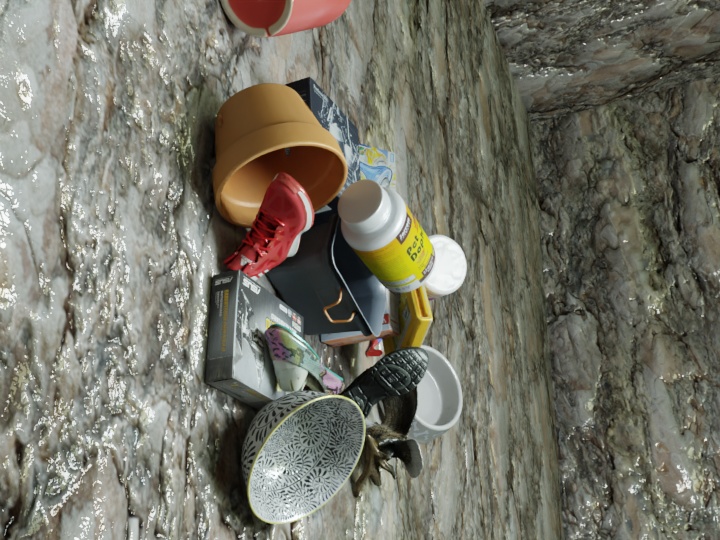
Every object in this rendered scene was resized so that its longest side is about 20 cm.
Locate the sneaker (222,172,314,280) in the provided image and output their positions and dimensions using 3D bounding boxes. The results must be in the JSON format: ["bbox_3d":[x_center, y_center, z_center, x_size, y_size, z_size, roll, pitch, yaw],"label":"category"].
[{"bbox_3d":[-0.133,-0.045,1.238,0.116,0.078,0.201,-46,164,-28],"label":"sneaker"}]

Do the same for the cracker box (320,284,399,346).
[{"bbox_3d":[-0.006,0.024,1.550,0.058,0.132,0.203,34,49,-62],"label":"cracker box"}]

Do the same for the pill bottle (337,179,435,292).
[{"bbox_3d":[0.039,-0.056,1.376,0.200,0.108,0.111,49,36,-51],"label":"pill bottle"}]

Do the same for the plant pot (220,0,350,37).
[{"bbox_3d":[-0.130,-0.477,1.435,0.178,0.198,0.203,-48,124,-51],"label":"plant pot"}]

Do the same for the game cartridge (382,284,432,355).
[{"bbox_3d":[0.072,0.077,1.560,0.201,0.032,0.178,110,-24,-47],"label":"game cartridge"}]

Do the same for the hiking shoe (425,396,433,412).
[{"bbox_3d":[0.107,0.237,1.839,0.087,0.074,0.202,40,37,-29],"label":"hiking shoe"}]

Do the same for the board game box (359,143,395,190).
[{"bbox_3d":[0.002,-0.151,1.687,0.133,0.034,0.203,11,61,-21],"label":"board game box"}]

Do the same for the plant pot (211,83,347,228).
[{"bbox_3d":[-0.133,-0.176,1.286,0.200,0.198,0.142,36,29,-59],"label":"plant pot"}]

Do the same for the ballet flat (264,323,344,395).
[{"bbox_3d":[-0.084,0.152,1.267,0.200,0.068,0.072,51,54,-51],"label":"ballet flat"}]

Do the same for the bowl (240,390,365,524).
[{"bbox_3d":[-0.097,0.240,1.222,0.199,0.094,0.204,-23,129,-32],"label":"bowl"}]

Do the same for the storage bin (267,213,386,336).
[{"bbox_3d":[-0.058,0.025,1.418,0.147,0.132,0.201,-79,148,-45],"label":"storage bin"}]

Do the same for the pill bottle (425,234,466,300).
[{"bbox_3d":[0.110,0.006,1.669,0.110,0.200,0.114,5,77,-23],"label":"pill bottle"}]

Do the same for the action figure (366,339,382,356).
[{"bbox_3d":[0.073,0.098,1.769,0.200,0.097,0.066,-61,136,-62],"label":"action figure"}]

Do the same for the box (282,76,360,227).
[{"bbox_3d":[-0.083,-0.196,1.508,0.200,0.103,0.185,37,45,-60],"label":"box"}]

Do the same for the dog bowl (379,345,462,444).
[{"bbox_3d":[0.125,0.242,1.755,0.198,0.058,0.203,22,54,-32],"label":"dog bowl"}]

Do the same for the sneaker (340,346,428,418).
[{"bbox_3d":[0.033,0.188,1.511,0.076,0.199,0.091,54,16,-8],"label":"sneaker"}]

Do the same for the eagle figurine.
[{"bbox_3d":[0.053,0.292,1.582,0.152,0.151,0.200,56,29,-2],"label":"eagle figurine"}]

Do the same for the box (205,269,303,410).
[{"bbox_3d":[-0.147,0.111,1.266,0.200,0.048,0.161,44,40,-55],"label":"box"}]
